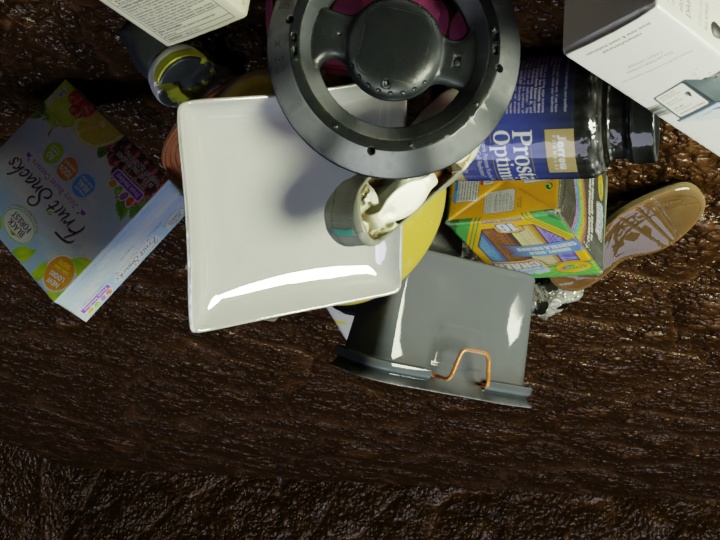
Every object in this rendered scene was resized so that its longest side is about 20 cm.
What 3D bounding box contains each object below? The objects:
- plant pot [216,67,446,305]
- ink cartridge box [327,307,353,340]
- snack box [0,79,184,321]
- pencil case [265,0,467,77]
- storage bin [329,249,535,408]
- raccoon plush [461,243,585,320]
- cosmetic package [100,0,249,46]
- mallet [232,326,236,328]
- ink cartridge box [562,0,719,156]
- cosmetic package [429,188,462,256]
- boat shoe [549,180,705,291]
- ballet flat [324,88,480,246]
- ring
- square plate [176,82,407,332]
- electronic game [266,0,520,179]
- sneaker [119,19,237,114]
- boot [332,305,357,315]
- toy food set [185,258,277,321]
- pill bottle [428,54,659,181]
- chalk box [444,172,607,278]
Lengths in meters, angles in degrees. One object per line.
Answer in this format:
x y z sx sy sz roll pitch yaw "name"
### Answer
-0.049 -0.090 1.011 0.199 0.203 0.188 -8 157 35 "plant pot"
0.033 0.037 1.529 0.143 0.084 0.200 4 159 12 "ink cartridge box"
-0.298 -0.076 1.125 0.200 0.169 0.068 42 177 30 "snack box"
0.019 -0.201 0.906 0.197 0.095 0.091 5 159 6 "pencil case"
0.087 0.053 1.090 0.198 0.136 0.145 12 179 -22 "storage bin"
0.199 -0.010 1.400 0.199 0.097 0.134 35 178 13 "raccoon plush"
-0.180 -0.267 0.818 0.102 0.088 0.199 -7 155 37 "cosmetic package"
-0.109 -0.024 1.280 0.041 0.202 0.066 19 177 31 "mallet"
0.242 -0.189 0.778 0.198 0.148 0.085 21 154 -32 "ink cartridge box"
0.028 -0.056 1.260 0.090 0.108 0.199 24 156 -38 "cosmetic package"
0.299 -0.052 1.229 0.072 0.072 0.199 37 127 -22 "boat shoe"
0.055 -0.085 0.883 0.063 0.200 0.068 9 135 56 "ballet flat"
-0.108 -0.147 1.078 0.199 0.019 0.201 -25 161 -9 "ring"
-0.055 -0.057 0.901 0.198 0.201 0.028 -11 -153 -23 "square plate"
0.026 -0.171 0.837 0.197 0.203 0.042 8 177 -1 "electronic game"
-0.171 -0.197 1.039 0.074 0.085 0.200 -38 173 -1 "sneaker"
0.001 -0.001 1.168 0.196 0.074 0.162 -1 158 34 "boot"
-0.135 -0.038 1.308 0.060 0.145 0.200 2 158 24 "toy food set"
0.169 -0.139 0.983 0.197 0.113 0.112 0 158 20 "pill bottle"
0.187 -0.068 1.143 0.123 0.126 0.200 -3 155 27 "chalk box"
